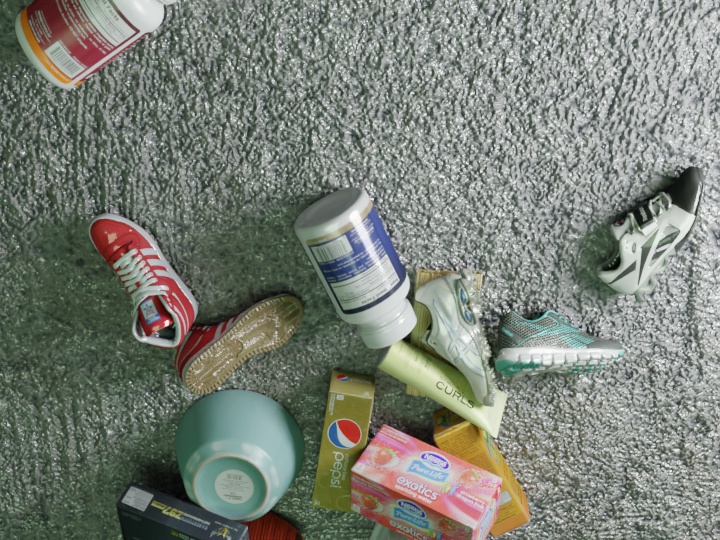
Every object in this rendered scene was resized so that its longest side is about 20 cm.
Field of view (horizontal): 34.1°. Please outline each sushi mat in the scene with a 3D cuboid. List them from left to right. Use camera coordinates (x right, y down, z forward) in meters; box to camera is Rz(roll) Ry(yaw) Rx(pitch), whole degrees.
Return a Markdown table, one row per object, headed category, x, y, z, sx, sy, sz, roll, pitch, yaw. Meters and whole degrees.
| category | x | y | z | sx | sy | sz | roll | pitch | yaw |
| --- | --- | --- | --- | --- | --- | --- | --- | --- | --- |
| sushi mat | 0.118 | 0.092 | 1.673 | 0.094 | 0.012 | 0.203 | 3 | 115 | -1 |

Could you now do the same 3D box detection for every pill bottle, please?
| category | x | y | z | sx | sy | sz | roll | pitch | yaw |
| --- | --- | --- | --- | --- | --- | --- | --- | --- | --- |
| pill bottle | -0.317 | -0.322 | 1.449 | 0.198 | 0.113 | 0.114 | -31 | 110 | 15 |
| pill bottle | 0.000 | 0.000 | 1.583 | 0.110 | 0.111 | 0.202 | -22 | 112 | 12 |

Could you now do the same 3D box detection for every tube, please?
| category | x | y | z | sx | sy | sz | roll | pitch | yaw |
| --- | --- | --- | --- | --- | --- | --- | --- | --- | --- |
| tube | 0.118 | 0.159 | 1.664 | 0.198 | 0.052 | 0.059 | 30 | 93 | -9 |

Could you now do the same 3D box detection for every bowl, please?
| category | x | y | z | sx | sy | sz | roll | pitch | yaw |
| --- | --- | --- | --- | --- | --- | --- | --- | --- | --- |
| bowl | -0.184 | 0.288 | 1.726 | 0.197 | 0.105 | 0.204 | 1 | 114 | 3 |

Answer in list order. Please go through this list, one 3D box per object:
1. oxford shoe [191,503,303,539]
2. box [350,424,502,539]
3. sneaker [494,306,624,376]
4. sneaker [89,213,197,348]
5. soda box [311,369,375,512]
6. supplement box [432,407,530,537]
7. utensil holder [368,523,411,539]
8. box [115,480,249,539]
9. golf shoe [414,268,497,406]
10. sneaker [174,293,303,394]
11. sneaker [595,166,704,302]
| category | x | y | z | sx | sy | sz | roll | pitch | yaw |
| --- | --- | --- | --- | --- | --- | --- | --- | --- | --- |
| oxford shoe | -0.184 | 0.412 | 1.811 | 0.196 | 0.072 | 0.073 | 13 | 132 | 4 |
| box | 0.093 | 0.319 | 1.678 | 0.198 | 0.103 | 0.096 | 22 | 137 | 22 |
| sneaker | 0.277 | 0.094 | 1.634 | 0.197 | 0.093 | 0.078 | 2 | 157 | -21 |
| sneaker | -0.300 | 0.018 | 1.594 | 0.071 | 0.113 | 0.201 | -35 | 109 | 17 |
| soda box | -0.025 | 0.252 | 1.724 | 0.066 | 0.064 | 0.203 | 9 | 115 | -1 |
| supplement box | 0.178 | 0.291 | 1.733 | 0.068 | 0.067 | 0.201 | -28 | 111 | 14 |
| utensil holder | 0.108 | 0.474 | 1.764 | 0.197 | 0.171 | 0.172 | 17 | 115 | -7 |
| box | -0.258 | 0.406 | 1.739 | 0.197 | 0.051 | 0.159 | 19 | 139 | 15 |
| golf shoe | 0.135 | 0.099 | 1.633 | 0.096 | 0.078 | 0.203 | -13 | 105 | 12 |
| sneaker | -0.178 | 0.092 | 1.665 | 0.199 | 0.112 | 0.072 | -35 | 110 | -16 |
| sneaker | 0.382 | -0.056 | 1.561 | 0.087 | 0.074 | 0.202 | 22 | 113 | -10 |
